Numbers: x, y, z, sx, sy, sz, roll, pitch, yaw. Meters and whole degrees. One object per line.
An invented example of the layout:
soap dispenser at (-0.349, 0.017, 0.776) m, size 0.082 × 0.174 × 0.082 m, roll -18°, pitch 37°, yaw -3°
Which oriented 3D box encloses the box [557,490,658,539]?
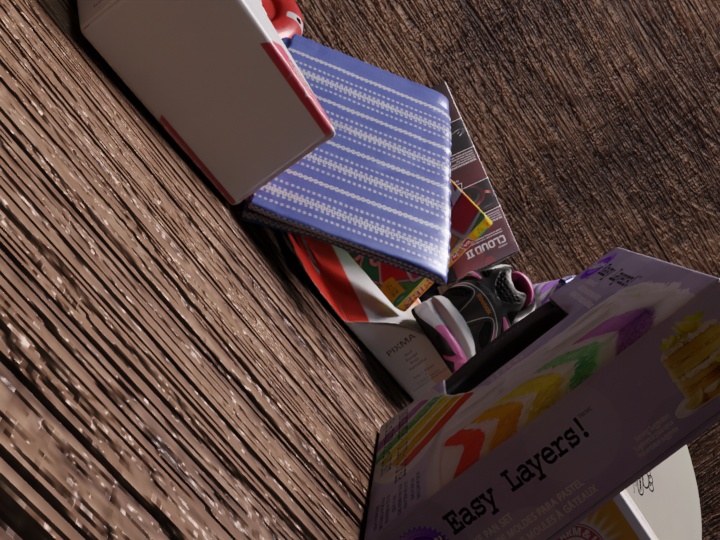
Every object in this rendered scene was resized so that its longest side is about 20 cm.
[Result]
box at (0.126, 0.174, 0.539) m, size 0.113 × 0.101 × 0.200 m, roll 56°, pitch 6°, yaw 7°

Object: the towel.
towel at (-0.003, -0.084, 0.644) m, size 0.143 × 0.024 × 0.202 m, roll 18°, pitch 45°, yaw -13°

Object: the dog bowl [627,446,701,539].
dog bowl at (0.195, 0.172, 0.740) m, size 0.199 × 0.078 × 0.203 m, roll 23°, pitch 57°, yaw -41°

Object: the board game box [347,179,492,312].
board game box at (0.002, -0.073, 0.711) m, size 0.200 × 0.096 × 0.030 m, roll 49°, pitch 8°, yaw 25°

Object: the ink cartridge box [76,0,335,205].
ink cartridge box at (-0.108, -0.160, 0.587) m, size 0.145 × 0.083 × 0.201 m, roll 50°, pitch 8°, yaw -38°

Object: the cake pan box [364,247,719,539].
cake pan box at (0.089, 0.067, 0.455) m, size 0.053 × 0.183 × 0.200 m, roll 53°, pitch 7°, yaw -2°

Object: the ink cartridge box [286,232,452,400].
ink cartridge box at (0.000, 0.000, 0.737) m, size 0.201 × 0.050 × 0.163 m, roll 54°, pitch 5°, yaw -39°

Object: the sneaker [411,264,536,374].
sneaker at (0.102, 0.037, 0.729) m, size 0.081 × 0.086 × 0.200 m, roll 56°, pitch 7°, yaw 4°

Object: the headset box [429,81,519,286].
headset box at (0.082, -0.070, 0.939) m, size 0.149 × 0.074 × 0.202 m, roll 152°, pitch -86°, yaw -81°

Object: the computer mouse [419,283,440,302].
computer mouse at (0.050, -0.016, 0.938) m, size 0.058 × 0.034 × 0.203 m, roll 1°, pitch -72°, yaw 58°

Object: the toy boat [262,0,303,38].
toy boat at (-0.119, -0.298, 0.876) m, size 0.200 × 0.130 × 0.132 m, roll 48°, pitch 33°, yaw -32°

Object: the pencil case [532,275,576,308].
pencil case at (0.153, 0.059, 0.937) m, size 0.199 × 0.085 × 0.085 m, roll -14°, pitch -76°, yaw 55°
